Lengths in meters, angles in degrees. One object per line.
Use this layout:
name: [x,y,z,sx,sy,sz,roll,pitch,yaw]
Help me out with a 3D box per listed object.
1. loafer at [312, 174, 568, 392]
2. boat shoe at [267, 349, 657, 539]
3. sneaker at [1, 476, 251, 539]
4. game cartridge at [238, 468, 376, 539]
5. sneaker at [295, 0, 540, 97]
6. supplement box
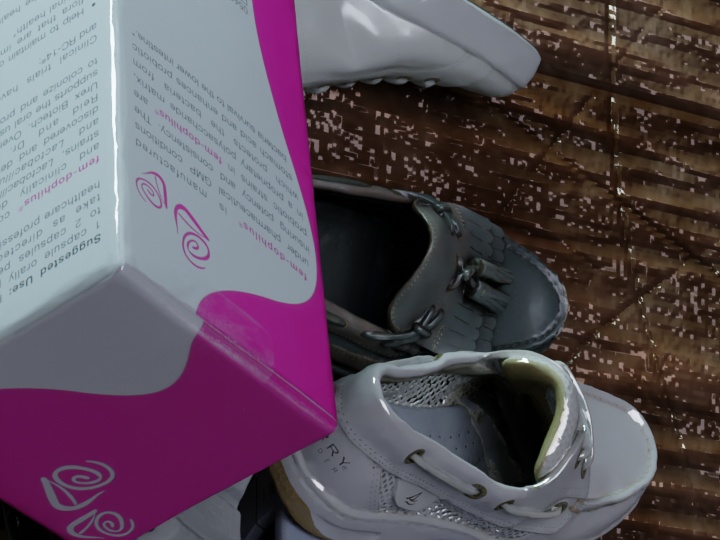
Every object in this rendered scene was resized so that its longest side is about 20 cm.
loafer: [0.000,0.000,0.870,0.199,0.063,0.072,13,71,-28]
boat shoe: [0.056,0.063,0.861,0.199,0.069,0.071,2,58,-48]
sneaker: [-0.084,0.091,0.782,0.066,0.090,0.201,45,47,-45]
game cartridge: [0.018,0.153,0.792,0.133,0.041,0.200,29,24,-16]
sneaker: [-0.023,-0.092,0.891,0.199,0.073,0.085,20,101,-34]
supplement box: [-0.081,-0.030,0.738,0.101,0.103,0.201,40,30,-39]
